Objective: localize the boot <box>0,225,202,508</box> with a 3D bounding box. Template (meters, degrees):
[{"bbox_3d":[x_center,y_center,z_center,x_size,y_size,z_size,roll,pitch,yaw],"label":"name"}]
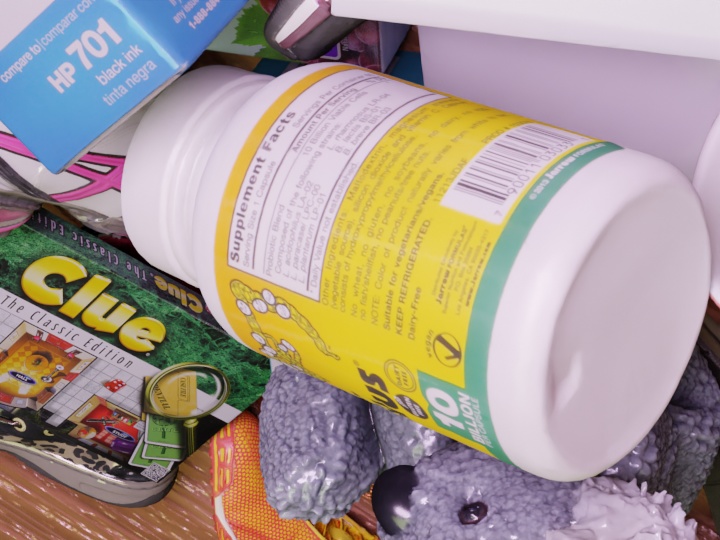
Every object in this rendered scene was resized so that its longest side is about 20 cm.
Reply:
[{"bbox_3d":[-0.169,0.026,0.941,0.203,0.074,0.154,23,130,-4],"label":"boot"}]

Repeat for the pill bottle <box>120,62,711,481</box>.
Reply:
[{"bbox_3d":[0.012,-0.010,0.656,0.200,0.113,0.113,21,135,35],"label":"pill bottle"}]

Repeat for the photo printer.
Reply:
[{"bbox_3d":[0.099,-0.118,0.710,0.166,0.069,0.200,7,128,19],"label":"photo printer"}]

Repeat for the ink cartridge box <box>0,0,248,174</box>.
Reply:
[{"bbox_3d":[-0.122,-0.158,0.652,0.086,0.146,0.200,-31,108,40],"label":"ink cartridge box"}]

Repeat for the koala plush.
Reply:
[{"bbox_3d":[0.067,0.097,0.735,0.184,0.200,0.177,30,118,-17],"label":"koala plush"}]

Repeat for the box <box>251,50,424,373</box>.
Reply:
[{"bbox_3d":[0.000,0.000,0.836,0.082,0.049,0.200,6,123,17],"label":"box"}]

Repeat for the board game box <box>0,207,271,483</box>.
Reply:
[{"bbox_3d":[-0.140,0.028,0.860,0.200,0.023,0.105,30,120,-33],"label":"board game box"}]

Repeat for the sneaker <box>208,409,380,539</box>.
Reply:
[{"bbox_3d":[-0.026,0.143,0.982,0.077,0.073,0.200,-13,128,16],"label":"sneaker"}]

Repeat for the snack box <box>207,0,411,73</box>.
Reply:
[{"bbox_3d":[-0.053,-0.183,0.736,0.142,0.053,0.200,10,129,17],"label":"snack box"}]

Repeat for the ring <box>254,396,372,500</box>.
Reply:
[{"bbox_3d":[0.028,0.054,0.911,0.200,0.019,0.201,13,130,15],"label":"ring"}]

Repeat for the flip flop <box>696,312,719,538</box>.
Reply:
[{"bbox_3d":[0.180,0.074,0.842,0.200,0.058,0.081,50,135,2],"label":"flip flop"}]

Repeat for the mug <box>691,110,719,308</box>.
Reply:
[{"bbox_3d":[0.239,0.013,0.658,0.200,0.178,0.133,30,107,-35],"label":"mug"}]

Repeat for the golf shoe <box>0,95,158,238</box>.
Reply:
[{"bbox_3d":[-0.108,-0.063,0.777,0.073,0.200,0.092,52,129,30],"label":"golf shoe"}]

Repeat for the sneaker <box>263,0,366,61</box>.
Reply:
[{"bbox_3d":[0.060,-0.107,0.641,0.116,0.076,0.200,42,131,-12],"label":"sneaker"}]

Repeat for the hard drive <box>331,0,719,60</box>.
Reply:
[{"bbox_3d":[0.094,-0.130,0.567,0.200,0.025,0.132,7,123,5],"label":"hard drive"}]
